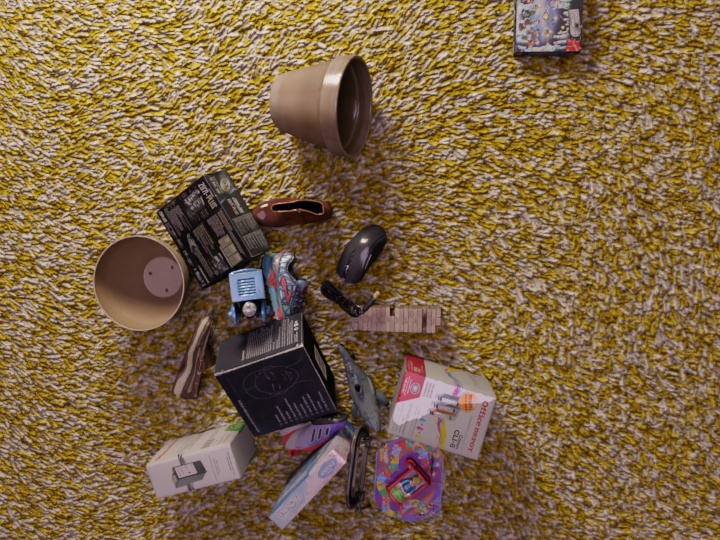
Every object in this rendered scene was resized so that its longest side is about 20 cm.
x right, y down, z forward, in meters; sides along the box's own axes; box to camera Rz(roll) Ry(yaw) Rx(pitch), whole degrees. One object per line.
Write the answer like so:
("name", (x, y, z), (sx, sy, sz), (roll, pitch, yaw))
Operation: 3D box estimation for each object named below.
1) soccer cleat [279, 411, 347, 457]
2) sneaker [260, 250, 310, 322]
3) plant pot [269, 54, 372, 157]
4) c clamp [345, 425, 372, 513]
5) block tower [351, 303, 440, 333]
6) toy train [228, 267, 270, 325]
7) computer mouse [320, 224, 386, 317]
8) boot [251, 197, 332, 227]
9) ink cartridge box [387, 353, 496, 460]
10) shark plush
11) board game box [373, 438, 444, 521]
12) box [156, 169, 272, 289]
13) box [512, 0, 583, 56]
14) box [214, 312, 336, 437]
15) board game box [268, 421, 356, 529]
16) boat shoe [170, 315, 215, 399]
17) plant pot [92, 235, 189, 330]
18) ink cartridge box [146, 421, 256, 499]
("soccer cleat", (-0.097, 0.361, 1.326), (0.199, 0.068, 0.074), (-24, 79, 36))
("sneaker", (-0.154, 0.054, 1.331), (0.095, 0.079, 0.201), (-16, 94, 4))
("plant pot", (-0.087, -0.342, 1.247), (0.172, 0.200, 0.201), (9, 96, 21))
("c clamp", (-0.003, 0.442, 1.333), (0.027, 0.171, 0.201), (4, 84, 20))
("block tower", (0.077, 0.105, 1.327), (0.199, 0.058, 0.054), (1, 95, 6))
("toy train", (-0.239, 0.052, 1.279), (0.086, 0.200, 0.115), (-5, 91, -10))
("computer mouse", (0.000, 0.000, 1.296), (0.140, 0.046, 0.200), (42, 97, 32))
("boot", (-0.156, -0.118, 1.252), (0.187, 0.200, 0.069), (5, 96, 4))
("ink cartridge box", (0.172, 0.290, 1.292), (0.199, 0.145, 0.146), (16, 96, 2))
("shark plush", (0.006, 0.254, 1.333), (0.090, 0.083, 0.201), (-12, 94, 6))
("board game box", (0.109, 0.484, 1.367), (0.157, 0.039, 0.201), (4, 95, 4))
("box", (-0.317, -0.088, 1.302), (0.163, 0.086, 0.201), (-30, 92, 28))
("box", (0.389, -0.552, 1.247), (0.136, 0.040, 0.201), (0, 95, 4))
("box", (-0.177, 0.226, 1.291), (0.195, 0.124, 0.201), (-20, 121, 5))
("board game box", (-0.098, 0.433, 1.301), (0.043, 0.199, 0.200), (42, 97, 0))
("boat shoe", (-0.364, 0.202, 1.372), (0.074, 0.075, 0.203), (21, 103, -11))
("plant pot", (-0.461, 0.020, 1.324), (0.199, 0.134, 0.202), (1, 96, 5))
("ink cartridge box", (-0.353, 0.422, 1.348), (0.199, 0.146, 0.085), (-16, 95, 7))
